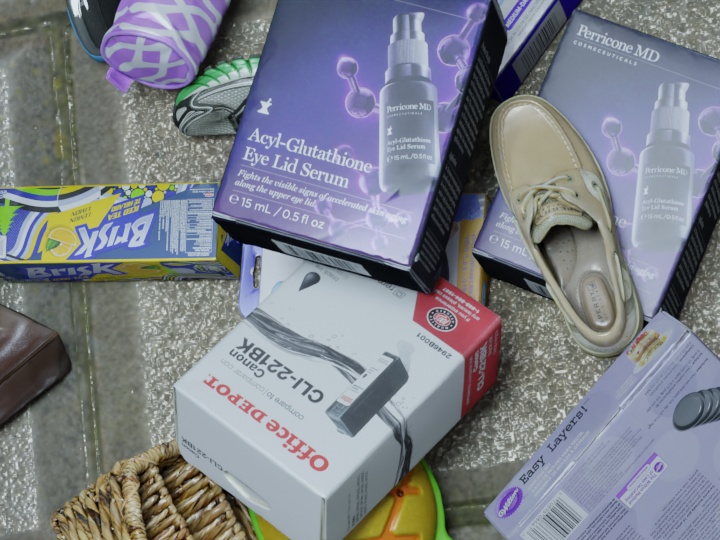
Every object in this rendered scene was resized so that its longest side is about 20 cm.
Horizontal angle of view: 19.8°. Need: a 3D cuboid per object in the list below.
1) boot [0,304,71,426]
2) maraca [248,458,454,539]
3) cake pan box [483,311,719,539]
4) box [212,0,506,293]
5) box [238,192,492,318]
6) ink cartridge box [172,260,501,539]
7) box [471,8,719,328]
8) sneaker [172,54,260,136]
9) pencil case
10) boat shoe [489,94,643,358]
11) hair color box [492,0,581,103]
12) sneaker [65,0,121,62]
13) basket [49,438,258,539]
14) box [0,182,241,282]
[{"bbox_3d":[-0.337,0.082,1.588,0.200,0.186,0.064,-40,50,6],"label":"boot"},{"bbox_3d":[0.003,0.189,1.516,0.137,0.107,0.200,-38,81,-10],"label":"maraca"},{"bbox_3d":[0.209,0.160,1.445,0.184,0.052,0.200,40,91,-26],"label":"cake pan box"},{"bbox_3d":[0.003,-0.103,1.431,0.147,0.104,0.201,14,83,12],"label":"box"},{"bbox_3d":[0.000,0.000,1.590,0.198,0.041,0.120,1,79,11],"label":"box"},{"bbox_3d":[-0.016,0.081,1.466,0.144,0.084,0.200,34,60,22],"label":"ink cartridge box"},{"bbox_3d":[0.192,-0.068,1.524,0.147,0.104,0.201,20,84,17],"label":"box"},{"bbox_3d":[-0.051,-0.121,1.607,0.198,0.078,0.086,-2,79,12],"label":"sneaker"},{"bbox_3d":[-0.137,-0.237,1.619,0.085,0.084,0.201,-10,49,43],"label":"pencil case"},{"bbox_3d":[0.141,-0.037,1.441,0.072,0.065,0.201,-22,74,9],"label":"boat shoe"},{"bbox_3d":[0.061,-0.232,1.610,0.200,0.065,0.110,35,87,19],"label":"hair color box"},{"bbox_3d":[-0.191,-0.268,1.673,0.081,0.073,0.202,1,80,12],"label":"sneaker"},{"bbox_3d":[-0.116,0.224,1.517,0.148,0.143,0.201,-32,74,6],"label":"basket"},{"bbox_3d":[-0.196,-0.029,1.626,0.198,0.070,0.065,0,77,14],"label":"box"}]
